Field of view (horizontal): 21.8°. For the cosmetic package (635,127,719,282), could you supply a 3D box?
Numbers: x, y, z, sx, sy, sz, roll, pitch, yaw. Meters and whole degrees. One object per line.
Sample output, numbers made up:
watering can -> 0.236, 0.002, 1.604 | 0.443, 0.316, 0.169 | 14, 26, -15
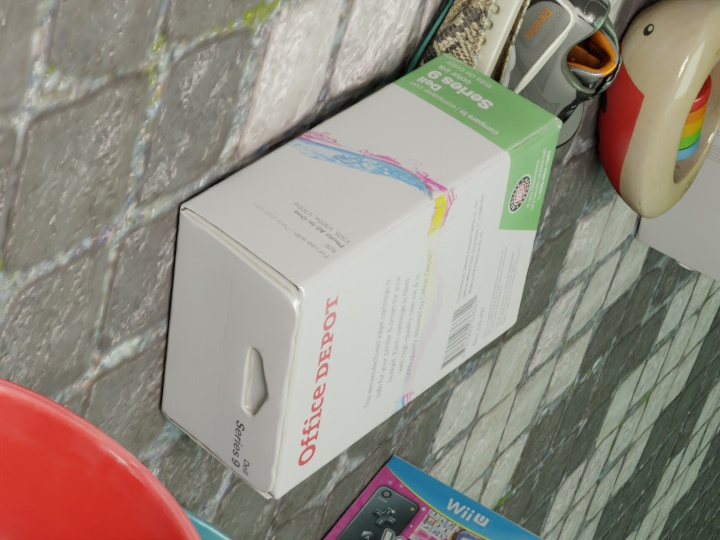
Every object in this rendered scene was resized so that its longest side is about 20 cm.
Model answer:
cosmetic package -> 0.307, -0.088, 1.584 | 0.085, 0.107, 0.201 | -51, 159, -28

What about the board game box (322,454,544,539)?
board game box -> 0.025, 0.240, 1.274 | 0.200, 0.147, 0.065 | -46, 153, -36

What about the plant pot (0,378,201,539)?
plant pot -> -0.166, 0.161, 0.660 | 0.200, 0.200, 0.178 | -29, 152, -56

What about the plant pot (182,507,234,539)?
plant pot -> -0.104, 0.249, 0.930 | 0.188, 0.200, 0.200 | -47, 161, 6

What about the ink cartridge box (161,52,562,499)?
ink cartridge box -> 0.000, 0.000, 0.947 | 0.200, 0.087, 0.146 | -36, 148, -38

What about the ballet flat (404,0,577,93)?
ballet flat -> 0.087, -0.158, 0.995 | 0.068, 0.075, 0.201 | -15, 130, -59

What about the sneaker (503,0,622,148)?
sneaker -> 0.117, -0.119, 1.119 | 0.074, 0.079, 0.200 | -58, 161, -13

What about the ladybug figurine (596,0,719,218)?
ladybug figurine -> 0.222, -0.123, 1.378 | 0.136, 0.072, 0.201 | -47, 155, -36
